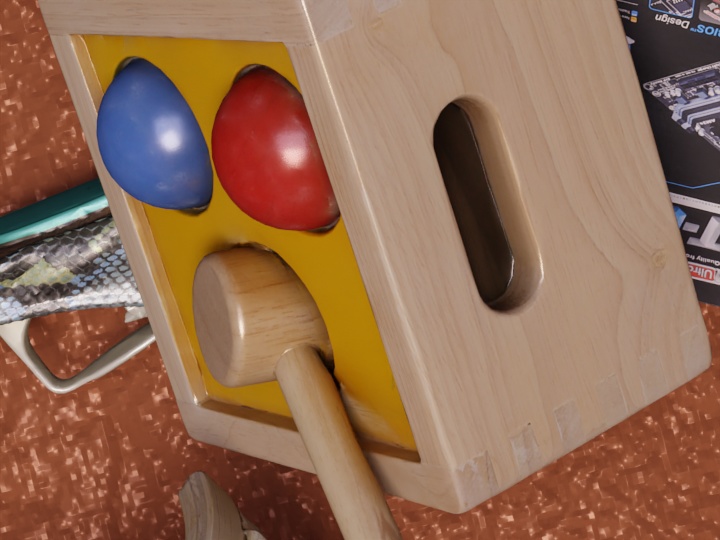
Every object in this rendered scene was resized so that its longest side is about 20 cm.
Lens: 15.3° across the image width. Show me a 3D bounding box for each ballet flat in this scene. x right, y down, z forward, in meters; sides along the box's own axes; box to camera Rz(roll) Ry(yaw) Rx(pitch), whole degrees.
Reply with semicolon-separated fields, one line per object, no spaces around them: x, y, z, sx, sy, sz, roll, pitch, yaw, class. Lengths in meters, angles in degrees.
-0.127;0.015;0.898;0.199;0.074;0.075;-16;93;8;ballet flat

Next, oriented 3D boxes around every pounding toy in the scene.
0.000;0.000;0.792;0.142;0.184;0.201;-27;109;-28;pounding toy

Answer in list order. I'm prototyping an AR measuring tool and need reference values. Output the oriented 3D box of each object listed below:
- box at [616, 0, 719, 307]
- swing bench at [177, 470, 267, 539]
0.132;-0.071;0.809;0.199;0.050;0.199;14;135;14;box
-0.053;0.208;0.829;0.200;0.130;0.199;-37;113;16;swing bench
